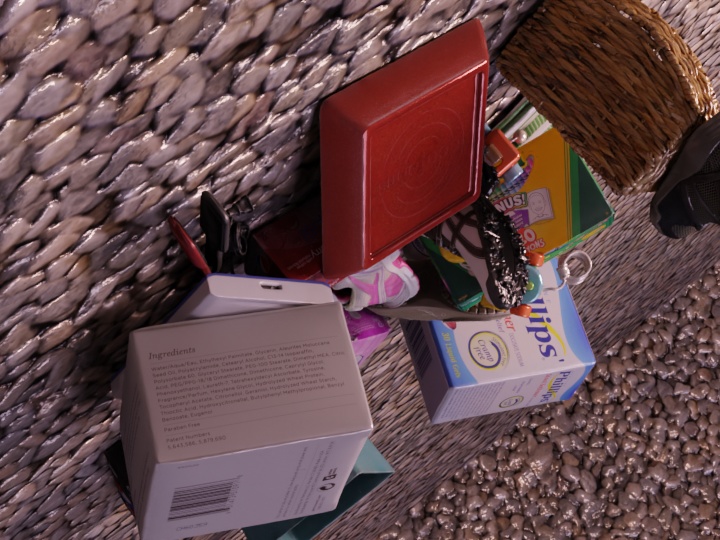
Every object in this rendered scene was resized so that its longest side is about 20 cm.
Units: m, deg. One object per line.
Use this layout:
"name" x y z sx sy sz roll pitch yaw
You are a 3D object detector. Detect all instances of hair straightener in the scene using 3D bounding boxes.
"hair straightener" -0.115 -0.026 1.267 0.077 0.041 0.200 -39 164 -8

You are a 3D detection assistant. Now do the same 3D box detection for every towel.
"towel" 0.180 -0.146 1.692 0.153 0.023 0.200 -45 166 16

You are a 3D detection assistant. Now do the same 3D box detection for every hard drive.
"hard drive" -0.131 0.066 1.360 0.131 0.026 0.200 5 147 -36

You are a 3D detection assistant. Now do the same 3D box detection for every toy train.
"toy train" 0.152 -0.049 1.553 0.150 0.201 0.056 -35 180 5

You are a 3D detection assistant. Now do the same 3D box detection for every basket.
"basket" 0.260 -0.187 1.440 0.143 0.200 0.149 -49 160 24

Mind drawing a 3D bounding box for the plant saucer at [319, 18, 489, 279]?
"plant saucer" 0.048 -0.102 1.331 0.199 0.037 0.201 -32 141 -31

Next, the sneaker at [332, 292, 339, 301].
"sneaker" -0.065 0.045 1.516 0.071 0.073 0.200 -41 165 -12

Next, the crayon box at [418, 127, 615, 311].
"crayon box" 0.166 -0.058 1.620 0.199 0.120 0.058 -31 168 4

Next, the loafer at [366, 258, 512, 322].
"loafer" 0.097 0.022 1.684 0.197 0.077 0.068 3 168 7

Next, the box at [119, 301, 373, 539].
"box" -0.111 0.140 1.337 0.198 0.132 0.199 -8 153 -17

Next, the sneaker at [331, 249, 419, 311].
"sneaker" 0.000 0.000 1.560 0.088 0.082 0.200 -39 156 -2

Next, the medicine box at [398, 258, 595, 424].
"medicine box" 0.162 0.073 1.824 0.198 0.184 0.103 -8 152 -18

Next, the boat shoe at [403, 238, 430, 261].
"boat shoe" 0.138 -0.041 1.741 0.200 0.075 0.086 -17 165 -28

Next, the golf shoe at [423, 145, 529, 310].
"golf shoe" 0.107 -0.039 1.491 0.094 0.202 0.077 -32 148 28

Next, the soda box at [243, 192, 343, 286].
"soda box" -0.016 -0.040 1.413 0.199 0.070 0.064 -33 163 -29

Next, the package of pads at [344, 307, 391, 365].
"package of pads" -0.065 0.116 1.703 0.200 0.076 0.120 -48 164 23

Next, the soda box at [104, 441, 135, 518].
"soda box" -0.234 0.236 1.645 0.070 0.063 0.200 -36 163 -17

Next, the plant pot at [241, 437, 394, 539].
"plant pot" -0.089 0.177 1.567 0.141 0.201 0.141 -38 164 9

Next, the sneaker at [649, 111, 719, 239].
"sneaker" 0.345 -0.060 1.400 0.076 0.115 0.200 -31 162 -21
